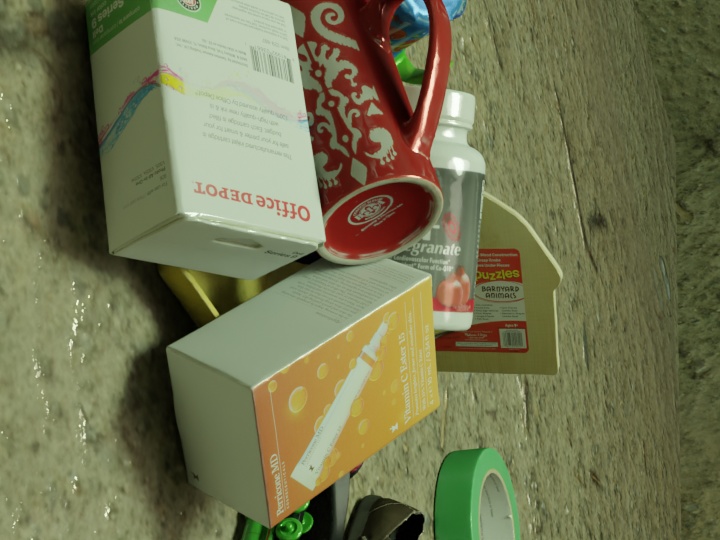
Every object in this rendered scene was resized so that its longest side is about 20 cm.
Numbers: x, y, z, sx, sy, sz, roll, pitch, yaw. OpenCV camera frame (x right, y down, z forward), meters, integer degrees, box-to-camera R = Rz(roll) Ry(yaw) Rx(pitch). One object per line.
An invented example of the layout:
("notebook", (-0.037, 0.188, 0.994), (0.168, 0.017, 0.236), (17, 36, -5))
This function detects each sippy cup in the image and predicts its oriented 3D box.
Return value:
("sippy cup", (0.034, -0.285, 1.393), (0.177, 0.130, 0.141), (26, 72, -31))

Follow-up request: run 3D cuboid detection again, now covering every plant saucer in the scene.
("plant saucer", (-0.102, -0.014, 1.128), (0.201, 0.048, 0.202), (61, 30, -43))

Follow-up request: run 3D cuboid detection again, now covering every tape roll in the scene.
("tape roll", (0.144, 0.316, 1.642), (0.200, 0.048, 0.203), (-8, 90, -70))

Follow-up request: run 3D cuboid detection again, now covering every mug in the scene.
("mug", (-0.009, -0.129, 1.073), (0.132, 0.178, 0.202), (-1, 54, -29))

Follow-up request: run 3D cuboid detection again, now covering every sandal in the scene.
("sandal", (-0.020, 0.155, 1.218), (0.045, 0.075, 0.203), (6, 89, -34))

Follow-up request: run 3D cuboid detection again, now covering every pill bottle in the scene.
("pill bottle", (0.051, -0.053, 1.177), (0.110, 0.109, 0.203), (2, 93, -68))

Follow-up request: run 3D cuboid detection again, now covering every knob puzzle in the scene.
("knob puzzle", (0.095, 0.001, 1.289), (0.031, 0.217, 0.222), (-55, 133, -58))

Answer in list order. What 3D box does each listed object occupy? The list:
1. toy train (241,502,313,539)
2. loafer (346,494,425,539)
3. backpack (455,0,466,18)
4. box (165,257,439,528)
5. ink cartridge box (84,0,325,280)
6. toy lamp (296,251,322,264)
("toy train", (-0.069, 0.205, 1.123), (0.201, 0.056, 0.042), (-76, 165, -46))
("loafer", (0.017, 0.287, 1.293), (0.201, 0.070, 0.074), (-71, 146, -50))
("backpack", (0.073, -0.371, 1.573), (0.200, 0.145, 0.186), (-18, 102, -72))
("box", (-0.039, 0.083, 1.055), (0.199, 0.097, 0.126), (-31, 127, -39))
("ink cartridge box", (-0.113, -0.106, 0.995), (0.144, 0.087, 0.202), (10, 62, -47))
("toy lamp", (-0.038, -0.093, 1.185), (0.201, 0.058, 0.059), (-84, 155, -46))
